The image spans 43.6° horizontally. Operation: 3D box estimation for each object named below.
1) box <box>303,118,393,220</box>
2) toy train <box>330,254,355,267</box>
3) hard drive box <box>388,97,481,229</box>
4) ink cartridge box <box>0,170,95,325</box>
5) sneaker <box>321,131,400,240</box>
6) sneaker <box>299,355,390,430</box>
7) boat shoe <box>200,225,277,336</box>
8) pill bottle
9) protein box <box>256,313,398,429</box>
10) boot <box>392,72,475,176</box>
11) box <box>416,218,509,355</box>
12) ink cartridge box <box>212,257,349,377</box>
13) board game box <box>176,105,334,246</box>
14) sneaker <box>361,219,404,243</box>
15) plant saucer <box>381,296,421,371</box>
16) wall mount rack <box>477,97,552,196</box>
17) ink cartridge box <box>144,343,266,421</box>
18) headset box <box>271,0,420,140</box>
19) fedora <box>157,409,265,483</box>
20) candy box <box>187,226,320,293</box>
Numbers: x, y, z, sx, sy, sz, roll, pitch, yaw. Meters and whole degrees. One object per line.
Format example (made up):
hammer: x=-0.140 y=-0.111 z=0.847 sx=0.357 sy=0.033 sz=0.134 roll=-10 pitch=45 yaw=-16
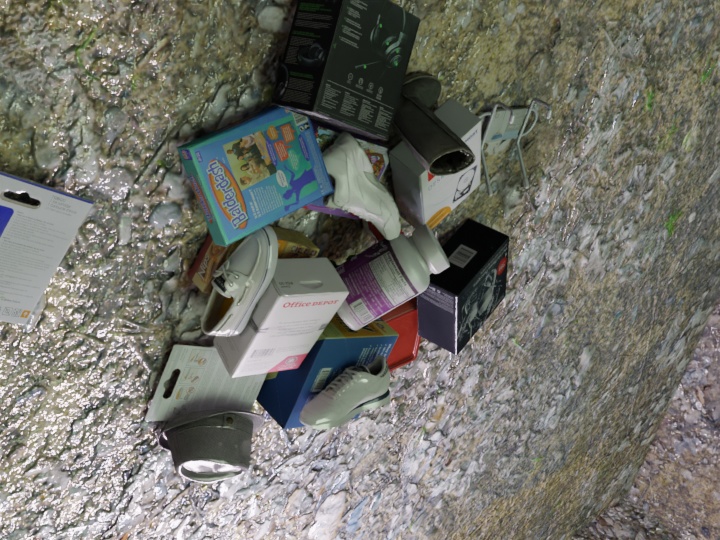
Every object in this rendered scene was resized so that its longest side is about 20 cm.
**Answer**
box: x=-0.044 y=-0.163 z=1.478 sx=0.199 sy=0.039 sz=0.138 roll=8 pitch=114 yaw=-51
toy train: x=0.000 y=0.000 z=1.599 sx=0.198 sy=0.042 sz=0.057 roll=-14 pitch=126 yaw=2
hard drive box: x=0.135 y=-0.180 z=1.595 sx=0.156 sy=0.077 sz=0.200 roll=-43 pitch=155 yaw=-14
ink cartridge box: x=-0.465 y=-0.036 z=1.127 sx=0.197 sy=0.047 sz=0.201 roll=20 pitch=104 yaw=-52
sneaker: x=-0.009 y=-0.120 z=1.441 sx=0.099 sy=0.078 sz=0.201 roll=-34 pitch=116 yaw=0
sneaker: x=-0.029 y=0.214 z=1.586 sx=0.199 sy=0.076 sz=0.081 roll=-23 pitch=126 yaw=-39
boat shoe: x=-0.190 y=0.018 z=1.364 sx=0.069 sy=0.071 sz=0.201 roll=-3 pitch=131 yaw=-47
pill bottle: x=0.046 y=0.007 z=1.518 sx=0.199 sy=0.113 sz=0.112 roll=-31 pitch=145 yaw=8
protein box: x=-0.072 y=0.166 z=1.660 sx=0.199 sy=0.135 sz=0.200 roll=2 pitch=120 yaw=-48
boot: x=0.116 y=-0.237 z=1.447 sx=0.181 sy=0.200 sz=0.073 roll=-22 pitch=137 yaw=-33
box: x=0.210 y=0.033 z=1.845 sx=0.200 sy=0.104 sz=0.183 roll=-45 pitch=148 yaw=-31
ink cartridge box: x=-0.130 y=0.075 z=1.465 sx=0.146 sy=0.083 sz=0.201 roll=-2 pitch=138 yaw=-42
board game box: x=-0.149 y=-0.146 z=1.316 sx=0.199 sy=0.045 sz=0.153 roll=-29 pitch=111 yaw=-28
sneaker: x=0.074 y=-0.053 z=1.640 sx=0.078 sy=0.115 sz=0.200 roll=-43 pitch=146 yaw=-12
plant saucer: x=0.062 y=0.145 z=1.877 sx=0.199 sy=0.037 sz=0.201 roll=-21 pitch=136 yaw=-35
wall mount rack: x=0.290 y=-0.243 z=1.743 sx=0.199 sy=0.074 sz=0.175 roll=-14 pitch=131 yaw=-39
ink cartridge box: x=-0.263 y=0.188 z=1.563 sx=0.199 sy=0.057 sz=0.164 roll=11 pitch=114 yaw=-33
headset box: x=-0.017 y=-0.309 z=1.291 sx=0.173 sy=0.092 sz=0.202 roll=9 pitch=98 yaw=-51
fedora: x=-0.255 y=0.314 z=1.574 sx=0.176 sy=0.091 sz=0.199 roll=-31 pitch=148 yaw=28
candy box: x=-0.170 y=-0.014 z=1.458 sx=0.199 sy=0.055 sz=0.116 roll=11 pitch=114 yaw=-52
